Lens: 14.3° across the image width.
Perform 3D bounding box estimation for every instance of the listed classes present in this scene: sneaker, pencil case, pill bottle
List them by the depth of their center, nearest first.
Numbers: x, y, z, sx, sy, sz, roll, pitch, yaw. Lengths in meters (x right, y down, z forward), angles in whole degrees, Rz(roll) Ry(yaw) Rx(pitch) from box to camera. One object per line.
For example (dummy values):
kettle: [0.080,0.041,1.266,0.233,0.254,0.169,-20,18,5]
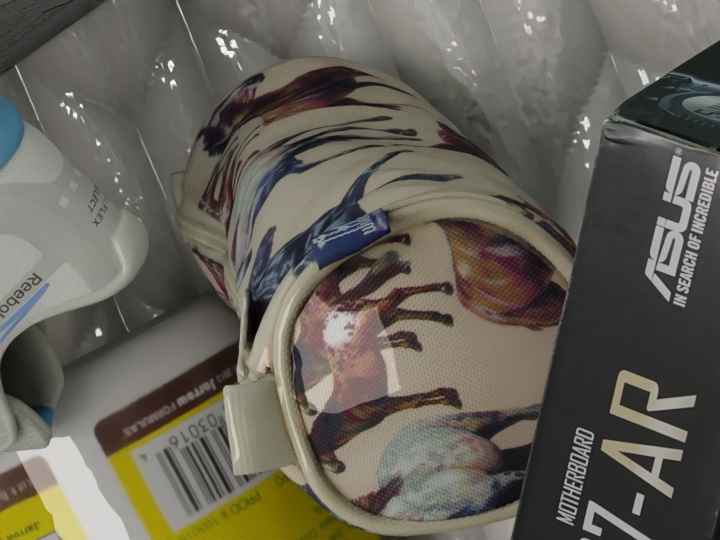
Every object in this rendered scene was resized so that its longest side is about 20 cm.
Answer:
pencil case: [0.000,0.000,0.711,0.089,0.200,0.078,0,104,-9]
sneaker: [-0.128,0.034,0.751,0.087,0.075,0.200,33,128,-20]
pill bottle: [-0.035,0.115,0.821,0.109,0.109,0.200,-26,93,35]

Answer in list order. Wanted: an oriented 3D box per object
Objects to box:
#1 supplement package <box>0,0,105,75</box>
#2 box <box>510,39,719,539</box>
supplement package: [-0.177,-0.125,0.795,0.200,0.147,0.191,-31,90,34]
box: [0.098,0.018,0.652,0.043,0.200,0.160,21,118,22]
